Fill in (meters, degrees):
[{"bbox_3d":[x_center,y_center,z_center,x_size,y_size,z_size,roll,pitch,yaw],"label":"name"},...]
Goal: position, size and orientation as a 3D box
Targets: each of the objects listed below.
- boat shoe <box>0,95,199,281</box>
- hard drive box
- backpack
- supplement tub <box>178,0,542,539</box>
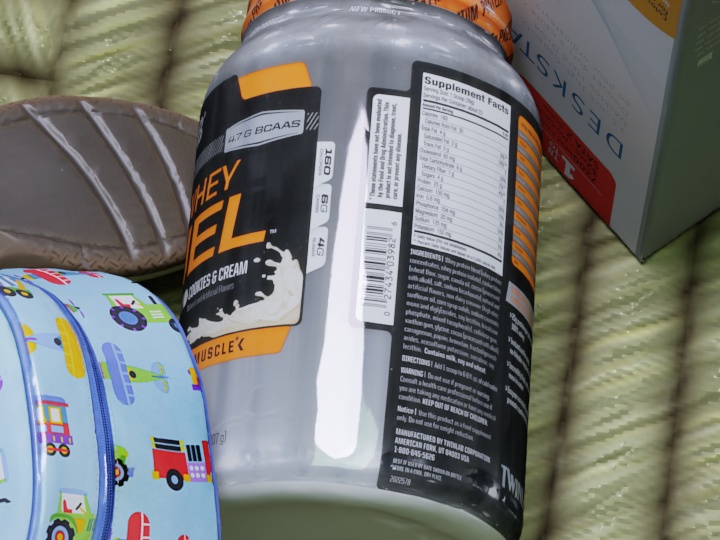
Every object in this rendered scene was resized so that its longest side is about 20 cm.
[{"bbox_3d":[-0.138,-0.015,1.014,0.199,0.076,0.072,-4,65,-27],"label":"boat shoe"},{"bbox_3d":[0.086,-0.120,0.990,0.077,0.200,0.156,-35,68,-15],"label":"hard drive box"},{"bbox_3d":[-0.148,0.081,0.895,0.199,0.134,0.184,-22,61,27],"label":"backpack"},{"bbox_3d":[0.000,0.000,0.972,0.122,0.123,0.201,3,66,2],"label":"supplement tub"}]
